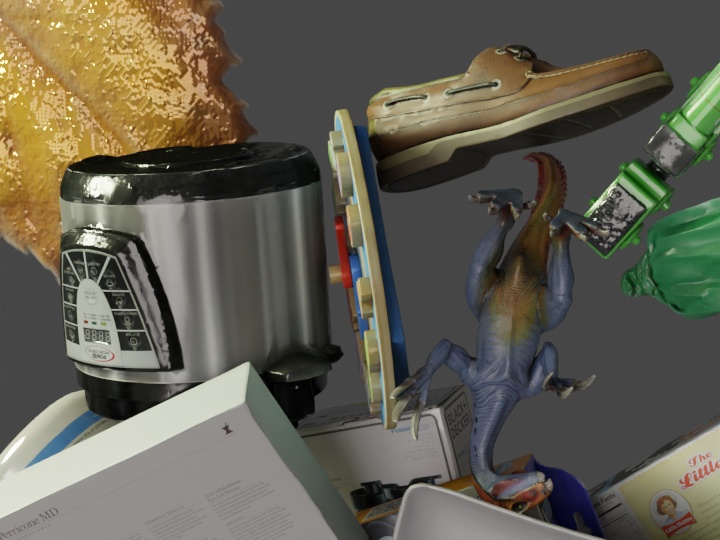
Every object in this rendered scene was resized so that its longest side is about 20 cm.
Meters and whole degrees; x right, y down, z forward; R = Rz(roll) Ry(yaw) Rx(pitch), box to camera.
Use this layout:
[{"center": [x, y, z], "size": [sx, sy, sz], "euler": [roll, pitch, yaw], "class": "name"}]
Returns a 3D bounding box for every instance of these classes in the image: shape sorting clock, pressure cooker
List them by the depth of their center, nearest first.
[{"center": [0.000, 0.000, 1.023], "size": [0.039, 0.200, 0.201], "euler": [-10, 97, 1], "class": "shape sorting clock"}, {"center": [-0.102, 0.022, 1.075], "size": [0.178, 0.176, 0.201], "euler": [-4, 101, -2], "class": "pressure cooker"}]

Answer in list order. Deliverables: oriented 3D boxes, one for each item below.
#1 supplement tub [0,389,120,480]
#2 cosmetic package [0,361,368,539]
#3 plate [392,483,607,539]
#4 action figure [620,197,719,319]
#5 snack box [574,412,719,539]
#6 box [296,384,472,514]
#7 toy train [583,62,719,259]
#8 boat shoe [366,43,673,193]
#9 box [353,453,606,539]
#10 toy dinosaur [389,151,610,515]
[{"center": [-0.162, 0.192, 1.156], "size": [0.200, 0.132, 0.132], "euler": [40, 112, 11], "class": "supplement tub"}, {"center": [-0.116, 0.163, 1.018], "size": [0.200, 0.052, 0.151], "euler": [-26, 117, 14], "class": "cosmetic package"}, {"center": [0.104, 0.234, 1.008], "size": [0.199, 0.032, 0.200], "euler": [16, 114, 7], "class": "plate"}, {"center": [0.248, -0.015, 0.994], "size": [0.200, 0.055, 0.118], "euler": [-15, 97, 30], "class": "action figure"}, {"center": [0.224, 0.163, 1.048], "size": [0.200, 0.037, 0.116], "euler": [-35, 87, 24], "class": "snack box"}, {"center": [0.035, 0.187, 1.115], "size": [0.116, 0.060, 0.201], "euler": [-13, 96, 23], "class": "box"}, {"center": [0.201, -0.086, 0.996], "size": [0.042, 0.056, 0.200], "euler": [42, 113, 9], "class": "toy train"}, {"center": [0.092, -0.109, 1.025], "size": [0.200, 0.072, 0.068], "euler": [-16, 79, 21], "class": "boat shoe"}, {"center": [0.060, 0.199, 1.053], "size": [0.200, 0.041, 0.119], "euler": [-22, 93, 21], "class": "box"}, {"center": [0.104, 0.048, 1.001], "size": [0.105, 0.200, 0.182], "euler": [16, 117, 20], "class": "toy dinosaur"}]
